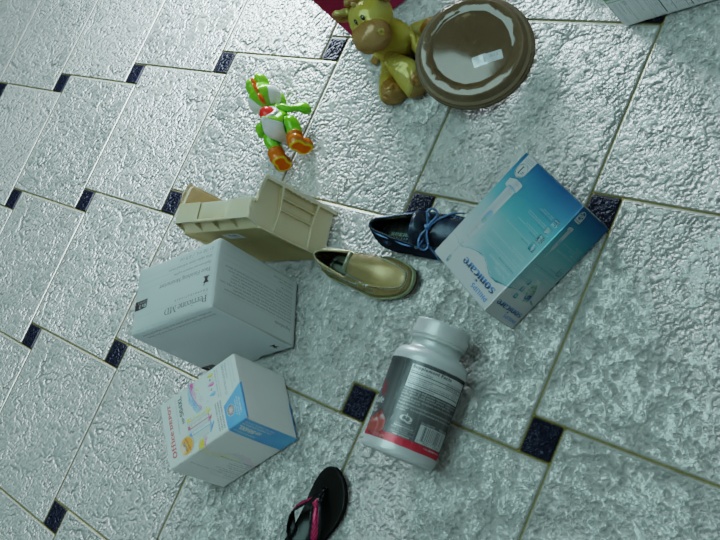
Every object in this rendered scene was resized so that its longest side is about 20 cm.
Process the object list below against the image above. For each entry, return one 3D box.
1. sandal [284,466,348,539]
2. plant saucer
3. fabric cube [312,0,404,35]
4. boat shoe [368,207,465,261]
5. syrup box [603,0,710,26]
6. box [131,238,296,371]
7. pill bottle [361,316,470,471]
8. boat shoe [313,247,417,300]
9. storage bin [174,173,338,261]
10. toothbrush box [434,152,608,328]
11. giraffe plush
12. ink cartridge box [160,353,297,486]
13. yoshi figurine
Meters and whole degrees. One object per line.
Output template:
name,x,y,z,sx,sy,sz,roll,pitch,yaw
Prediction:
sandal,-0.083,0.387,1.498,0.075,0.045,0.200,27,87,46
plant saucer,0.183,-0.360,1.626,0.199,0.029,0.201,-4,75,16
fabric cube,-0.016,-0.603,1.864,0.200,0.199,0.197,-32,49,24
boat shoe,0.095,-0.054,1.564,0.200,0.069,0.084,-6,64,39
syrup box,0.458,-0.431,1.440,0.200,0.081,0.079,-10,63,39
box,-0.247,0.065,1.705,0.199,0.200,0.131,-19,56,33
pill bottle,0.086,0.173,1.420,0.111,0.111,0.201,11,75,44
boat shoe,0.000,0.000,1.612,0.200,0.076,0.072,8,73,43
storage bin,-0.183,-0.087,1.734,0.200,0.198,0.094,-1,71,40
toothbrush box,0.227,-0.042,1.430,0.200,0.085,0.146,-47,46,10
giraffe plush,0.046,-0.411,1.730,0.172,0.162,0.200,-39,48,19
ink cartridge box,-0.226,0.255,1.638,0.200,0.125,0.129,-36,49,21
yoshi figurine,-0.157,-0.288,1.913,0.200,0.112,0.112,65,154,26
